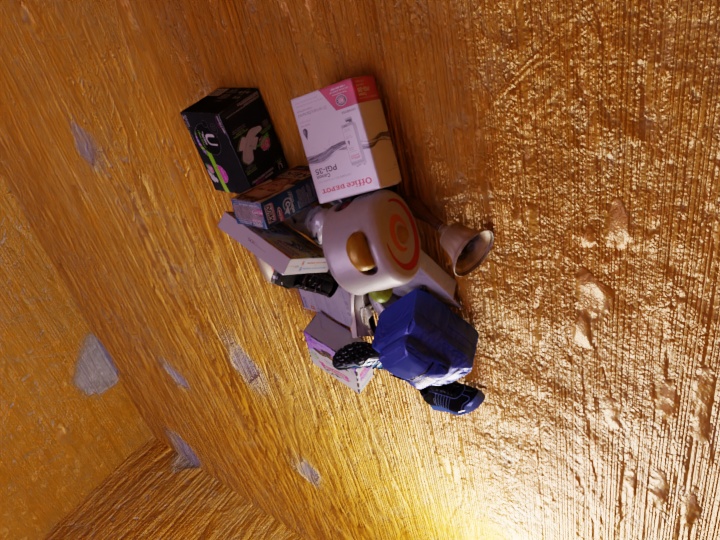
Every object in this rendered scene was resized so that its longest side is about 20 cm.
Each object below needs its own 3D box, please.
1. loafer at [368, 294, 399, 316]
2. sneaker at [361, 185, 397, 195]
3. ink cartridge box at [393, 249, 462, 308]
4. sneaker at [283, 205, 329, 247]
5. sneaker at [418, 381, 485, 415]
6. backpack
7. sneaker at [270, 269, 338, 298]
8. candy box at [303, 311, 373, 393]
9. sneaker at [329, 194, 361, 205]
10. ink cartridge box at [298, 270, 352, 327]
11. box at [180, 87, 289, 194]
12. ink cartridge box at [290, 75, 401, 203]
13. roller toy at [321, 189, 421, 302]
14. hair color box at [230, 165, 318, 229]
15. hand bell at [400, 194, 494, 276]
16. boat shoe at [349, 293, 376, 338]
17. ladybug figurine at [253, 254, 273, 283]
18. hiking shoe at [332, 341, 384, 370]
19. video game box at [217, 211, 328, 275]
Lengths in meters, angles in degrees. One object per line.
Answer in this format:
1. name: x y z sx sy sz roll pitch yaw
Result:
1. loafer: 0.101 0.106 1.709 0.200 0.070 0.070 44 143 -10
2. sneaker: 0.037 -0.186 1.452 0.075 0.070 0.201 3 128 47
3. ink cartridge box: 0.100 0.006 1.592 0.196 0.044 0.200 10 160 43
4. sneaker: -0.114 -0.113 1.645 0.115 0.075 0.200 33 172 2
5. sneaker: 0.208 0.292 1.782 0.078 0.070 0.200 48 150 -16
6. backpack: 0.141 0.166 1.597 0.199 0.169 0.162 31 144 -22
7. sneaker: -0.121 0.016 1.712 0.106 0.200 0.075 27 102 17
8. candy box: -0.054 0.219 1.969 0.167 0.072 0.200 30 155 20
9. sneaker: -0.009 -0.142 1.563 0.082 0.073 0.200 2 138 42
10. ink cartridge box: -0.083 0.040 1.869 0.199 0.041 0.201 20 140 36
11. box: -0.275 -0.285 1.656 0.148 0.124 0.201 13 134 42
12. ink cartridge box: -0.025 -0.237 1.373 0.146 0.083 0.201 -11 100 34
13. roller toy: 0.027 -0.055 1.407 0.139 0.184 0.200 -15 148 30
14. hair color box: -0.164 -0.158 1.588 0.100 0.200 0.061 11 124 41
15. hand bell: 0.149 -0.088 1.441 0.200 0.104 0.105 42 151 32
16. boat shoe: 0.007 0.087 1.758 0.059 0.072 0.201 2 137 5
17. ladybug figurine: -0.231 -0.062 1.873 0.136 0.071 0.201 -109 1 -55
18. hiking shoe: 0.031 0.216 1.815 0.199 0.075 0.087 -15 126 8
19. video game box: -0.183 -0.062 1.641 0.199 0.182 0.047 35 109 22
